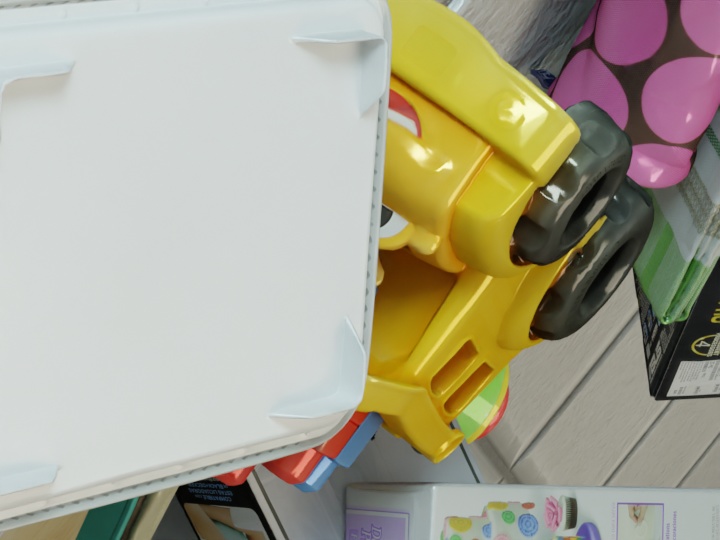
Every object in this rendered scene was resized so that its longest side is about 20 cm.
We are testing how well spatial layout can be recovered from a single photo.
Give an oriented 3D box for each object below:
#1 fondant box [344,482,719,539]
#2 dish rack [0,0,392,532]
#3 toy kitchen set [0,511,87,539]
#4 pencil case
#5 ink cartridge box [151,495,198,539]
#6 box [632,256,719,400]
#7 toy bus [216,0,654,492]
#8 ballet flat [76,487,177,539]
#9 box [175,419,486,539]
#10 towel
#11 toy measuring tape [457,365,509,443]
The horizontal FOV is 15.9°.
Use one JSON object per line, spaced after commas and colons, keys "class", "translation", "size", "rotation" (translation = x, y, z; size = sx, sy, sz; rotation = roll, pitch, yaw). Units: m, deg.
{"class": "fondant box", "translation": [0.081, 0.165, 1.113], "size": [0.199, 0.058, 0.146], "rotation": [6, 85, -43]}
{"class": "dish rack", "translation": [-0.061, -0.009, 0.752], "size": [0.199, 0.043, 0.173], "rotation": [-11, 112, -43]}
{"class": "toy kitchen set", "translation": [-0.069, 0.080, 0.898], "size": [0.181, 0.163, 0.200], "rotation": [-49, 165, -9]}
{"class": "pencil case", "translation": [0.150, -0.140, 1.173], "size": [0.094, 0.090, 0.201], "rotation": [-48, 166, -52]}
{"class": "ink cartridge box", "translation": [-0.086, 0.177, 1.213], "size": [0.144, 0.085, 0.201], "rotation": [-40, 162, -37]}
{"class": "box", "translation": [0.183, -0.046, 1.371], "size": [0.049, 0.162, 0.200], "rotation": [-3, 150, -8]}
{"class": "toy bus", "translation": [0.000, 0.000, 0.964], "size": [0.192, 0.135, 0.200], "rotation": [-51, 163, -5]}
{"class": "ballet flat", "translation": [-0.117, 0.118, 1.044], "size": [0.201, 0.069, 0.069], "rotation": [-59, 163, 23]}
{"class": "box", "translation": [-0.003, 0.110, 1.116], "size": [0.060, 0.201, 0.117], "rotation": [0, -149, 48]}
{"class": "towel", "translation": [0.172, -0.093, 1.257], "size": [0.030, 0.150, 0.201], "rotation": [7, 129, -20]}
{"class": "toy measuring tape", "translation": [0.065, 0.027, 1.323], "size": [0.201, 0.073, 0.074], "rotation": [-53, 164, 8]}
